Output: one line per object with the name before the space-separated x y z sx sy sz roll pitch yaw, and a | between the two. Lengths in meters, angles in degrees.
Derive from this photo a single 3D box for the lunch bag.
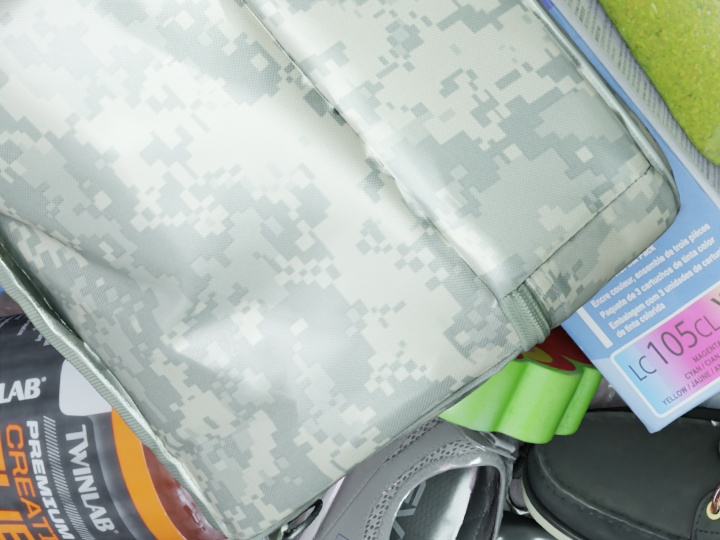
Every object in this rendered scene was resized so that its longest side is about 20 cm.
lunch bag | -0.035 -0.037 0.785 0.168 0.139 0.200 -42 101 -9

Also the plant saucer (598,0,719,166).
plant saucer | 0.149 -0.167 0.907 0.200 0.048 0.200 -29 82 -24

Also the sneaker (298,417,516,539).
sneaker | 0.000 0.137 0.962 0.075 0.082 0.200 16 92 -25

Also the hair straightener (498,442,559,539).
hair straightener | 0.075 0.096 1.025 0.200 0.041 0.077 4 96 20

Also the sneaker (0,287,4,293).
sneaker | -0.214 -0.010 1.069 0.199 0.071 0.083 -24 112 -12

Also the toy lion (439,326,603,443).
toy lion | 0.000 0.000 0.965 0.200 0.192 0.069 28 103 17

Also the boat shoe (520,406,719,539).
boat shoe | 0.156 0.082 0.970 0.201 0.063 0.074 12 63 15

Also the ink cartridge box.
ink cartridge box | 0.072 -0.060 0.932 0.076 0.136 0.200 -34 103 18

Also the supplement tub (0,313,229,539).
supplement tub | -0.101 0.064 1.050 0.200 0.107 0.107 -10 91 23
